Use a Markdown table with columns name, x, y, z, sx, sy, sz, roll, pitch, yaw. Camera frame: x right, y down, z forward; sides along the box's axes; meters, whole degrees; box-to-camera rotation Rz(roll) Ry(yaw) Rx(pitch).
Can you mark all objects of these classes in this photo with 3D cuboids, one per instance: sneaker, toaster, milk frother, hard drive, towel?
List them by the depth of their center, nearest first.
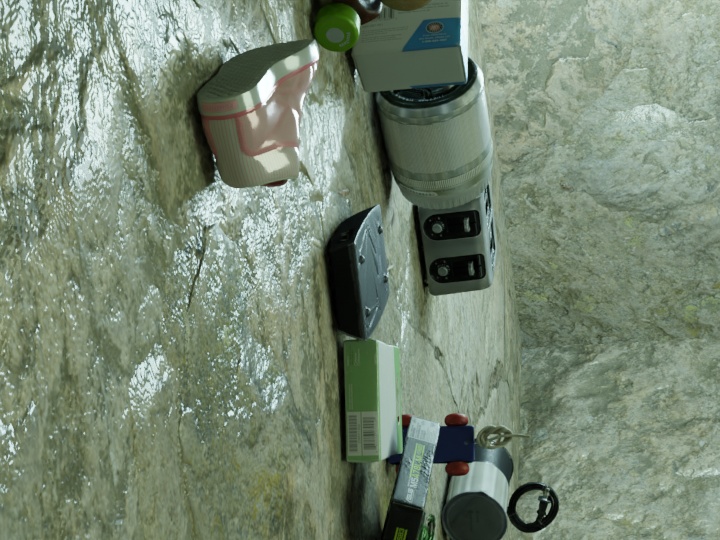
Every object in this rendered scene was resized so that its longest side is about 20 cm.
| name | x | y | z | sx | sy | sz | roll | pitch | yaw |
| --- | --- | --- | --- | --- | --- | --- | --- | --- | --- |
| sneaker | -0.083 | -0.136 | 1.202 | 0.200 | 0.075 | 0.105 | -57 | 138 | -59 |
| hard drive | 0.000 | 0.000 | 1.665 | 0.200 | 0.042 | 0.136 | -59 | 144 | -72 |
| towel | 0.065 | 0.435 | 1.754 | 0.153 | 0.023 | 0.201 | 102 | 1 | -53 |
| toaster | 0.169 | -0.076 | 2.350 | 0.200 | 0.118 | 0.182 | -72 | 157 | -62 |
| milk frother | 0.254 | 0.425 | 2.424 | 0.188 | 0.198 | 0.182 | -68 | 156 | -64 |

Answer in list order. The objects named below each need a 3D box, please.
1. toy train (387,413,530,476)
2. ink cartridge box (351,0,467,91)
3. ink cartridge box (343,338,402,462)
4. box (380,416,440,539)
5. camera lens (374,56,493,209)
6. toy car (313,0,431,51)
| name | x | y | z | sx | sy | sz | roll | pitch | yaw |
| --- | --- | --- | --- | --- | --- | --- | --- | --- | --- |
| toy train | 0.142 | 0.255 | 1.914 | 0.116 | 0.198 | 0.085 | 68 | 21 | -70 |
| ink cartridge box | 0.071 | -0.350 | 1.833 | 0.084 | 0.144 | 0.201 | 68 | 21 | -56 |
| ink cartridge box | 0.017 | 0.163 | 1.695 | 0.200 | 0.048 | 0.147 | 35 | 52 | -81 |
| box | 0.052 | 0.315 | 1.688 | 0.200 | 0.047 | 0.194 | -70 | 175 | -63 |
| camera lens | 0.111 | -0.212 | 1.992 | 0.161 | 0.159 | 0.201 | -81 | 164 | -47 |
| toy car | 0.042 | -0.366 | 1.589 | 0.158 | 0.198 | 0.165 | 75 | 16 | -45 |
